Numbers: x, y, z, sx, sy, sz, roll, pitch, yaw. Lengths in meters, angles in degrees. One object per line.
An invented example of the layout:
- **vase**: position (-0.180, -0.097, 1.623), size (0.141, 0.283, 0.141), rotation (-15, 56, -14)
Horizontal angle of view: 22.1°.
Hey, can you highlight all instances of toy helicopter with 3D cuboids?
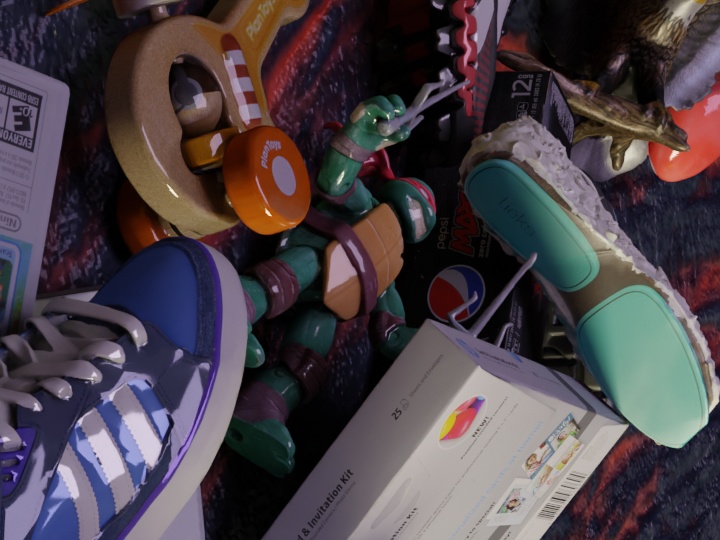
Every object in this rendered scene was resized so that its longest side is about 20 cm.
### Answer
- **toy helicopter**: position (-0.070, -0.104, 0.851), size (0.133, 0.078, 0.201), rotation (56, 33, -25)

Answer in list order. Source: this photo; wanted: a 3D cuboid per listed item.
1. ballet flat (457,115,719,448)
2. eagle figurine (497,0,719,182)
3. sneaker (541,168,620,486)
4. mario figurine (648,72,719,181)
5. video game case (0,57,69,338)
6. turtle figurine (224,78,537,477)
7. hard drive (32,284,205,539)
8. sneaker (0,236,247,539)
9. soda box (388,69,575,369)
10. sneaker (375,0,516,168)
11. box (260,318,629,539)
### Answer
- **ballet flat**: position (0.130, -0.001, 0.974), size (0.201, 0.071, 0.072), rotation (53, 43, -12)
- **eagle figurine**: position (0.181, -0.162, 1.139), size (0.152, 0.150, 0.201), rotation (53, 46, -41)
- **sneaker**: position (0.136, 0.040, 1.128), size (0.079, 0.075, 0.202), rotation (23, 69, -56)
- **mario figurine**: position (0.198, -0.155, 1.258), size (0.122, 0.106, 0.202), rotation (6, 69, -19)
- **video game case**: position (-0.197, -0.007, 0.652), size (0.199, 0.024, 0.184), rotation (19, 76, -48)
- **turtle figurine**: position (0.000, 0.000, 0.906), size (0.200, 0.100, 0.151), rotation (-43, 113, -34)
- **hard drive**: position (-0.116, 0.109, 0.789), size (0.131, 0.026, 0.202), rotation (-9, 96, -56)
- **sneaker**: position (-0.128, 0.047, 0.652), size (0.146, 0.080, 0.201), rotation (46, 63, -45)
- **soda box**: position (0.069, -0.009, 1.028), size (0.063, 0.070, 0.202), rotation (47, 50, -58)
- **sneaker**: position (0.059, -0.157, 1.016), size (0.097, 0.071, 0.203), rotation (0, 87, -37)
- **box**: position (0.042, 0.113, 0.921), size (0.156, 0.041, 0.200), rotation (-53, 152, 9)
